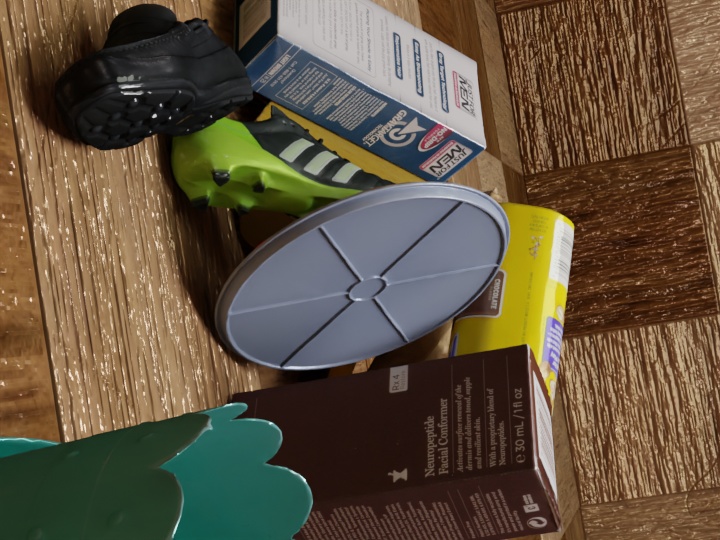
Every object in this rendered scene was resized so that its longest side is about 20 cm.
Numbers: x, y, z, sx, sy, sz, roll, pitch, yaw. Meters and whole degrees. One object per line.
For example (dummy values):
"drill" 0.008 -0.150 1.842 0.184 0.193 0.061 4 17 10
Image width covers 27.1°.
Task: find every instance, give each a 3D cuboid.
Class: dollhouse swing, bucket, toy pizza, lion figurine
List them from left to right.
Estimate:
"bucket" -0.094 0.152 0.551 0.207 0.135 0.208 -10 90 -78
"dollhouse swing" -0.041 -0.012 1.147 0.182 0.176 0.200 35 23 -6
"toy pizza" 0.000 0.000 0.963 0.200 0.200 0.032 57 9 -60
"lion figurine" 0.062 0.032 1.204 0.122 0.072 0.200 -29 -139 63

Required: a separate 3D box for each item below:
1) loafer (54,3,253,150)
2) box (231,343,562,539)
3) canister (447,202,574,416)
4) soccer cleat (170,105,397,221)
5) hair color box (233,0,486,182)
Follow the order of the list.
"loafer" -0.119 -0.111 0.825 0.070 0.068 0.201 60 17 0
"box" 0.019 0.118 0.930 0.100 0.200 0.075 -89 161 -44
"canister" 0.102 0.068 1.078 0.149 0.086 0.200 87 12 -70
"soccer cleat" -0.032 -0.062 0.971 0.200 0.068 0.081 17 47 -33
"hair color box" 0.000 -0.152 1.140 0.200 0.061 0.100 25 45 -30
